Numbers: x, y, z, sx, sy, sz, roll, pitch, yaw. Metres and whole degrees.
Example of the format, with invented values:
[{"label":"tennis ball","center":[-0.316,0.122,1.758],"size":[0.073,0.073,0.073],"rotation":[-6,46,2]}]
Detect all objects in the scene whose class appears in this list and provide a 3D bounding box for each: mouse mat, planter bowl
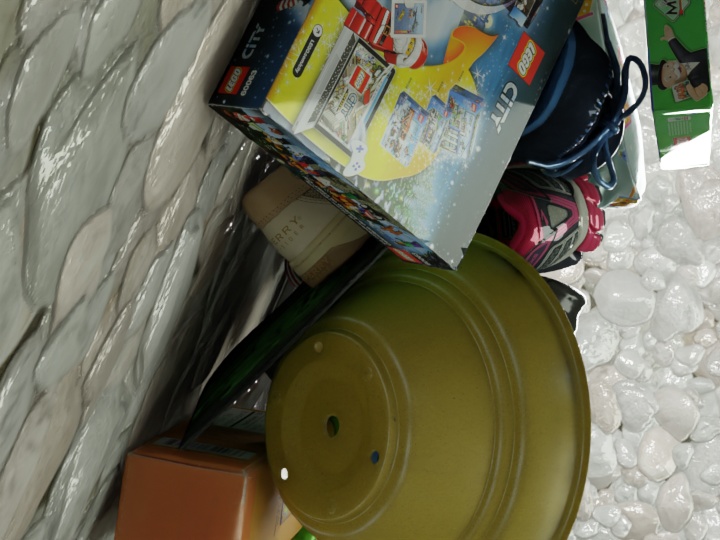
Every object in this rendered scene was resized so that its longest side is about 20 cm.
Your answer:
[{"label":"mouse mat","center":[-0.017,0.005,0.989],"size":[0.200,0.008,0.161],"rotation":[-46,-174,8]},{"label":"planter bowl","center":[0.012,0.077,0.953],"size":[0.083,0.200,0.202],"rotation":[4,115,-44]}]

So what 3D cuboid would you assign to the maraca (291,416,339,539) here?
[{"label":"maraca","center":[-0.045,0.140,1.208],"size":[0.137,0.107,0.201],"rotation":[-38,-158,44]}]

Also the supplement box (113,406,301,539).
[{"label":"supplement box","center":[-0.073,0.118,1.032],"size":[0.200,0.068,0.067],"rotation":[-12,110,-79]}]

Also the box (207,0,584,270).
[{"label":"box","center":[0.032,-0.120,0.843],"size":[0.136,0.038,0.201],"rotation":[38,72,-40]}]

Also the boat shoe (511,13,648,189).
[{"label":"boat shoe","center":[0.106,-0.085,0.968],"size":[0.085,0.068,0.200],"rotation":[-61,-175,6]}]

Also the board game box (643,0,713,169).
[{"label":"board game box","center":[0.153,-0.129,0.950],"size":[0.200,0.029,0.136],"rotation":[27,60,-79]}]

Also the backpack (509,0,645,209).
[{"label":"backpack","center":[0.101,-0.096,1.252],"size":[0.200,0.152,0.177],"rotation":[137,-60,-86]}]

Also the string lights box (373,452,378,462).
[{"label":"string lights box","center":[0.020,0.118,1.329],"size":[0.102,0.059,0.200],"rotation":[-7,160,-39]}]

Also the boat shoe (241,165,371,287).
[{"label":"boat shoe","center":[0.008,-0.075,1.000],"size":[0.071,0.064,0.200],"rotation":[-42,-173,43]}]

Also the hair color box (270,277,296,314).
[{"label":"hair color box","center":[0.000,0.000,1.261],"size":[0.102,0.061,0.200],"rotation":[-66,173,9]}]

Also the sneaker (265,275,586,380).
[{"label":"sneaker","center":[0.028,0.055,1.052],"size":[0.076,0.199,0.092],"rotation":[18,69,-51]}]

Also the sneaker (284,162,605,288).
[{"label":"sneaker","center":[0.035,-0.023,1.087],"size":[0.074,0.199,0.081],"rotation":[-13,89,-54]}]
